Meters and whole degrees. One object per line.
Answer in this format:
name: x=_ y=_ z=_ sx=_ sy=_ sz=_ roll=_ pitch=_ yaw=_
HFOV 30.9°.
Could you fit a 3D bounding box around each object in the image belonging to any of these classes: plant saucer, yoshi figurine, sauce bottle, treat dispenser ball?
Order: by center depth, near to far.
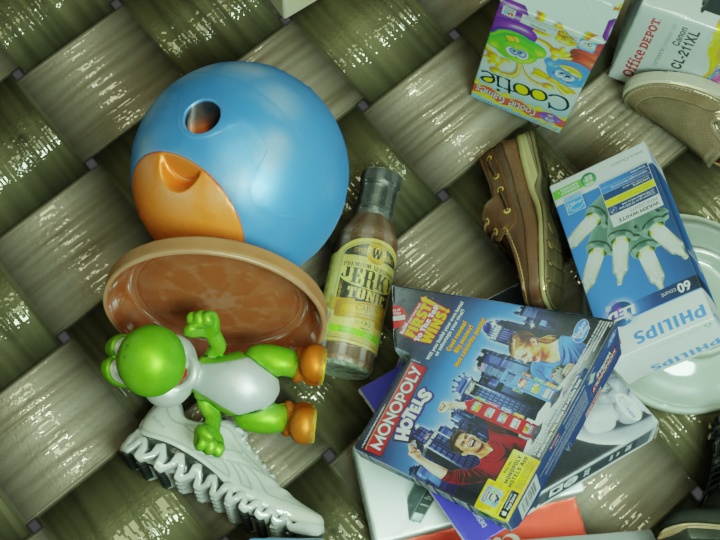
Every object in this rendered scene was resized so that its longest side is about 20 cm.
yoshi figurine: x=-0.131 y=0.094 z=1.139 sx=0.198 sy=0.113 sz=0.113 roll=10 pitch=42 yaw=-2
plant saucer: x=-0.127 y=0.029 z=1.155 sx=0.198 sy=0.201 sz=0.033 roll=7 pitch=56 yaw=0
treat dispenser ball: x=-0.110 y=-0.089 z=1.187 sx=0.199 sy=0.201 sz=0.203 roll=1 pitch=73 yaw=-2
sauce bottle: x=0.000 y=0.000 z=1.235 sx=0.064 sy=0.065 sz=0.202 roll=10 pitch=73 yaw=1
plant saucer: x=0.313 y=0.034 z=1.243 sx=0.198 sy=0.050 sz=0.202 roll=1 pitch=72 yaw=-2

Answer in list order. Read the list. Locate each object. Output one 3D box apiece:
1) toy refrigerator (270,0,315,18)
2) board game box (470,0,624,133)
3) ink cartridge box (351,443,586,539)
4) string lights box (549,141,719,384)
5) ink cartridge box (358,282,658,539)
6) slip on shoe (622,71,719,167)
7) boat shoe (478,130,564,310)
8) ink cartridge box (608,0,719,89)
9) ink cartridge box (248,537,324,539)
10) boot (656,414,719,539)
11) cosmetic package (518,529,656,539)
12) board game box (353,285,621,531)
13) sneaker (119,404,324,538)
toy refrigerator: x=-0.069 y=-0.336 z=1.265 sx=0.070 sy=0.200 sz=0.076 roll=-33 pitch=76 yaw=-12
board game box: x=0.181 y=-0.231 z=1.240 sx=0.104 sy=0.200 sz=0.104 roll=23 pitch=74 yaw=4
ink cartridge box: x=0.107 y=0.222 z=1.182 sx=0.198 sy=0.044 sz=0.175 roll=-13 pitch=72 yaw=-6
string lights box: x=0.255 y=-0.008 z=1.201 sx=0.102 sy=0.059 sz=0.201 roll=-26 pitch=54 yaw=18
ink cartridge box: x=0.128 y=0.121 z=1.169 sx=0.199 sy=0.044 sz=0.198 roll=-28 pitch=54 yaw=-15
slip on shoe: x=0.351 y=-0.134 z=1.286 sx=0.199 sy=0.076 sz=0.061 roll=23 pitch=67 yaw=-3
boat shoe: x=0.152 y=-0.042 z=1.241 sx=0.067 sy=0.072 sz=0.201 roll=-15 pitch=53 yaw=16
ink cartridge box: x=0.358 y=-0.223 z=1.272 sx=0.199 sy=0.146 sz=0.083 roll=20 pitch=71 yaw=5
ink cartridge box: x=-0.064 y=0.334 z=1.102 sx=0.067 sy=0.116 sz=0.202 roll=1 pitch=72 yaw=-2
boot: x=0.317 y=0.185 z=1.155 sx=0.199 sy=0.077 sz=0.139 roll=11 pitch=60 yaw=-44
cosmetic package: x=0.169 y=0.293 z=1.112 sx=0.198 sy=0.082 sz=0.113 roll=-1 pitch=32 yaw=-6
board game box: x=0.091 y=0.101 z=1.122 sx=0.199 sy=0.062 sz=0.201 roll=22 pitch=66 yaw=28
sneaker: x=-0.116 y=0.180 z=1.176 sx=0.199 sy=0.075 sz=0.081 roll=28 pitch=65 yaw=6
